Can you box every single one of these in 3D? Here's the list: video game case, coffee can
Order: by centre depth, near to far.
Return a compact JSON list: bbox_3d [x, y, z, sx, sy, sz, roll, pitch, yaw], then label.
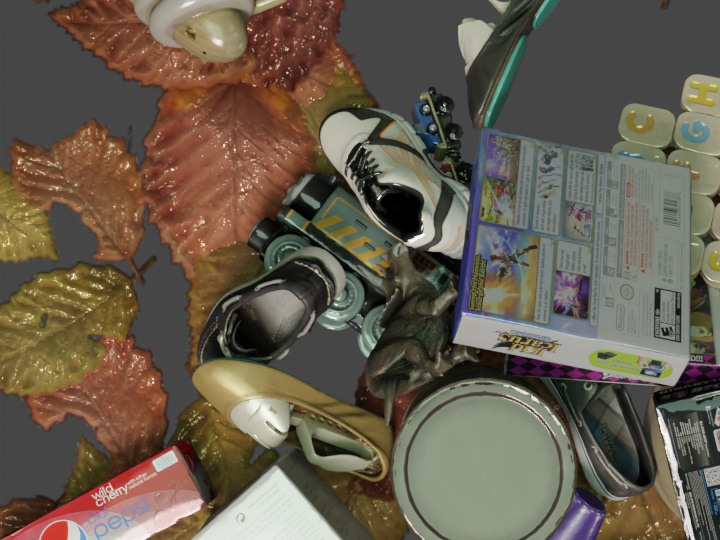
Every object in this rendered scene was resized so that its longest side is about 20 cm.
[{"bbox_3d":[0.174,-0.014,1.256,0.181,0.045,0.200,12,52,-2],"label":"video game case"},{"bbox_3d":[0.102,0.156,1.307,0.146,0.200,0.147,0,90,3],"label":"coffee can"},{"bbox_3d":[0.224,0.023,1.325,0.200,0.181,0.036,4,132,4],"label":"video game case"}]

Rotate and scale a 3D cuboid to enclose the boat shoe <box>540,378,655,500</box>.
[{"bbox_3d":[0.205,0.107,1.358,0.070,0.066,0.200,-19,90,-24],"label":"boat shoe"}]

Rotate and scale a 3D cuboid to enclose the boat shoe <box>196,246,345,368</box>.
[{"bbox_3d":[-0.089,0.050,1.338,0.074,0.060,0.200,50,133,-8],"label":"boat shoe"}]

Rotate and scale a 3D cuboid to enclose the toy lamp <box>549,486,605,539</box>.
[{"bbox_3d":[0.144,0.274,1.352,0.058,0.058,0.200,34,105,3],"label":"toy lamp"}]

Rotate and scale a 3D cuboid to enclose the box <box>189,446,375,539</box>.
[{"bbox_3d":[-0.039,0.267,1.339,0.106,0.152,0.200,-41,87,2],"label":"box"}]

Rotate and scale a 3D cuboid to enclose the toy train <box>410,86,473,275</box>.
[{"bbox_3d":[0.081,-0.071,1.367,0.046,0.034,0.200,-13,70,-7],"label":"toy train"}]

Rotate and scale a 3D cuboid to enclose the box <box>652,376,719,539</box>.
[{"bbox_3d":[0.332,0.178,1.235,0.159,0.046,0.200,-14,97,8],"label":"box"}]

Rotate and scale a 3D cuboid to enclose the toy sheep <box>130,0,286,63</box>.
[{"bbox_3d":[-0.148,-0.272,1.362,0.138,0.138,0.200,-21,74,3],"label":"toy sheep"}]

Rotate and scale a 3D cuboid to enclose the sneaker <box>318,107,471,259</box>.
[{"bbox_3d":[0.023,-0.083,1.338,0.200,0.080,0.074,42,117,37],"label":"sneaker"}]

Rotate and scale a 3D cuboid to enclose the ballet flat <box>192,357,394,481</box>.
[{"bbox_3d":[-0.053,0.131,1.343,0.200,0.063,0.069,21,132,-24],"label":"ballet flat"}]

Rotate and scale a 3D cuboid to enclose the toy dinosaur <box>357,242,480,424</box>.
[{"bbox_3d":[0.044,0.064,1.258,0.102,0.200,0.077,-23,127,36],"label":"toy dinosaur"}]

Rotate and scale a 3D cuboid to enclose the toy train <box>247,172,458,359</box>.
[{"bbox_3d":[0.000,0.000,1.378,0.200,0.085,0.114,36,80,4],"label":"toy train"}]

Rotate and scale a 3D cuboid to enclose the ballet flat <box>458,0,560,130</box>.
[{"bbox_3d":[0.131,-0.220,1.380,0.068,0.068,0.200,28,81,13],"label":"ballet flat"}]

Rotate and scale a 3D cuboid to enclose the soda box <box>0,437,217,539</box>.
[{"bbox_3d":[-0.232,0.226,1.391,0.200,0.070,0.063,-28,89,2],"label":"soda box"}]

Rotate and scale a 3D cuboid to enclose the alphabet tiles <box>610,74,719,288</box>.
[{"bbox_3d":[0.313,-0.078,1.345,0.195,0.015,0.200,14,67,10],"label":"alphabet tiles"}]

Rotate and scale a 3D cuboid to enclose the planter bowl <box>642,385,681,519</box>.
[{"bbox_3d":[0.349,0.149,1.327,0.200,0.135,0.201,0,90,4],"label":"planter bowl"}]
